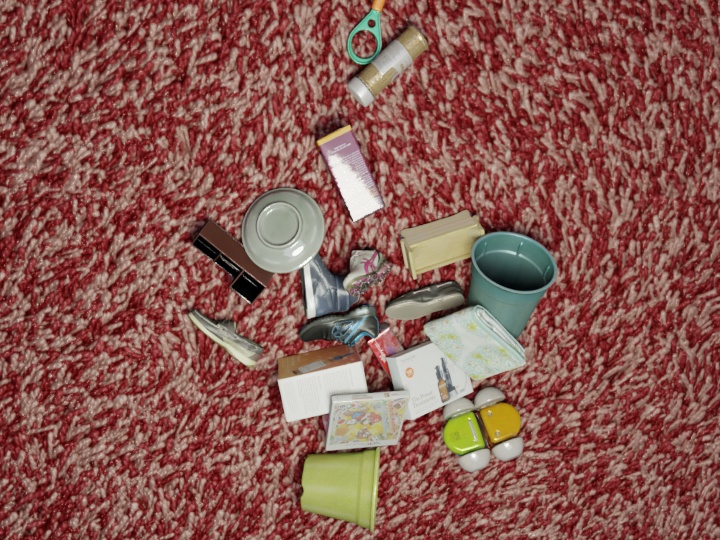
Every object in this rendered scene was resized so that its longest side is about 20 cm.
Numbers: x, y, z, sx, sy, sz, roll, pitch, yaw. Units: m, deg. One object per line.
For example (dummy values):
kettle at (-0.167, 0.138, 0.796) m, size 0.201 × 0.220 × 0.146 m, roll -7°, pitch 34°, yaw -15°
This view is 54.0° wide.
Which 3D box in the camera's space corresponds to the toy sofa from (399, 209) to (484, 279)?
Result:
toy sofa at (0.197, -0.063, 1.695) m, size 0.197 × 0.098 × 0.084 m, roll -18°, pitch 127°, yaw -4°

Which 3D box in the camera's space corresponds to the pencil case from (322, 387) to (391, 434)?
pencil case at (0.002, 0.363, 1.740) m, size 0.197 × 0.087 × 0.083 m, roll -20°, pitch 141°, yaw -3°

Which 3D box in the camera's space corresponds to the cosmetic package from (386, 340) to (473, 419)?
cosmetic package at (0.169, 0.252, 1.703) m, size 0.198 × 0.051 × 0.153 m, roll -17°, pitch 91°, yaw -32°

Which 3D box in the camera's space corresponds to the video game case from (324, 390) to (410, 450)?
video game case at (0.013, 0.351, 1.640) m, size 0.179 × 0.023 × 0.202 m, roll -2°, pitch 135°, yaw -11°

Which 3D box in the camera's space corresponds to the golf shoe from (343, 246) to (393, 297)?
golf shoe at (0.000, 0.000, 1.624) m, size 0.092 × 0.200 × 0.073 m, roll 44°, pitch 115°, yaw 8°

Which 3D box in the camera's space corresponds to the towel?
towel at (0.267, 0.171, 1.642) m, size 0.200 × 0.049 × 0.170 m, roll 44°, pitch 136°, yaw -19°

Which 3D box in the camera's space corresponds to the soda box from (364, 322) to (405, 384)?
soda box at (0.089, 0.230, 1.734) m, size 0.069 × 0.063 × 0.202 m, roll -32°, pitch 102°, yaw -2°

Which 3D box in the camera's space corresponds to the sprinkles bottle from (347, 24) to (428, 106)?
sprinkles bottle at (0.061, -0.464, 1.602) m, size 0.200 × 0.068 × 0.068 m, roll -43°, pitch 102°, yaw 2°

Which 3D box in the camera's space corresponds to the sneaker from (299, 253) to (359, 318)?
sneaker at (-0.071, 0.002, 1.668) m, size 0.143 × 0.077 × 0.206 m, roll -8°, pitch 97°, yaw -10°

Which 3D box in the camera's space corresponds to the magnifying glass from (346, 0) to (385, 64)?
magnifying glass at (0.028, -0.569, 1.603) m, size 0.078 × 0.022 × 0.203 m, roll 19°, pitch 97°, yaw -10°

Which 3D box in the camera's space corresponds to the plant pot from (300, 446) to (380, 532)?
plant pot at (-0.049, 0.523, 1.721) m, size 0.181 × 0.200 × 0.204 m, roll 4°, pitch 100°, yaw 5°

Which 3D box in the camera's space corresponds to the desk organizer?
desk organizer at (-0.299, -0.019, 1.623) m, size 0.199 × 0.077 × 0.072 m, roll 39°, pitch 116°, yaw -12°

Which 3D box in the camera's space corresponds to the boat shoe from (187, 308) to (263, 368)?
boat shoe at (-0.316, 0.148, 1.670) m, size 0.200 × 0.072 × 0.066 m, roll 41°, pitch 83°, yaw -12°

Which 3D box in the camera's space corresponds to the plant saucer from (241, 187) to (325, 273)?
plant saucer at (-0.180, -0.097, 1.607) m, size 0.196 × 0.050 × 0.204 m, roll -1°, pitch 77°, yaw 6°

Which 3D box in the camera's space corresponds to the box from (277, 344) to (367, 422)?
box at (-0.091, 0.261, 1.672) m, size 0.196 × 0.152 × 0.108 m, roll -12°, pitch 102°, yaw -6°

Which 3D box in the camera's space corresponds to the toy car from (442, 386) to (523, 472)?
toy car at (0.297, 0.400, 1.754) m, size 0.197 × 0.150 × 0.177 m, roll -16°, pitch 68°, yaw -7°

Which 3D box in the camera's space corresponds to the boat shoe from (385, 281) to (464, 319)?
boat shoe at (0.154, 0.072, 1.725) m, size 0.196 × 0.058 × 0.067 m, roll -11°, pitch 137°, yaw -1°

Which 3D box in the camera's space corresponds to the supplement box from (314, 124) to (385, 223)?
supplement box at (-0.025, -0.222, 1.614) m, size 0.085 × 0.110 × 0.202 m, roll -25°, pitch 102°, yaw -1°

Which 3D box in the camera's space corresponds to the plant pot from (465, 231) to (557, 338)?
plant pot at (0.335, 0.049, 1.650) m, size 0.196 × 0.202 × 0.198 m, roll 2°, pitch 134°, yaw -7°

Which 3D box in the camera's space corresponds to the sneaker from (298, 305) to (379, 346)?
sneaker at (-0.051, 0.145, 1.676) m, size 0.197 × 0.073 × 0.083 m, roll -17°, pitch 80°, yaw 10°
